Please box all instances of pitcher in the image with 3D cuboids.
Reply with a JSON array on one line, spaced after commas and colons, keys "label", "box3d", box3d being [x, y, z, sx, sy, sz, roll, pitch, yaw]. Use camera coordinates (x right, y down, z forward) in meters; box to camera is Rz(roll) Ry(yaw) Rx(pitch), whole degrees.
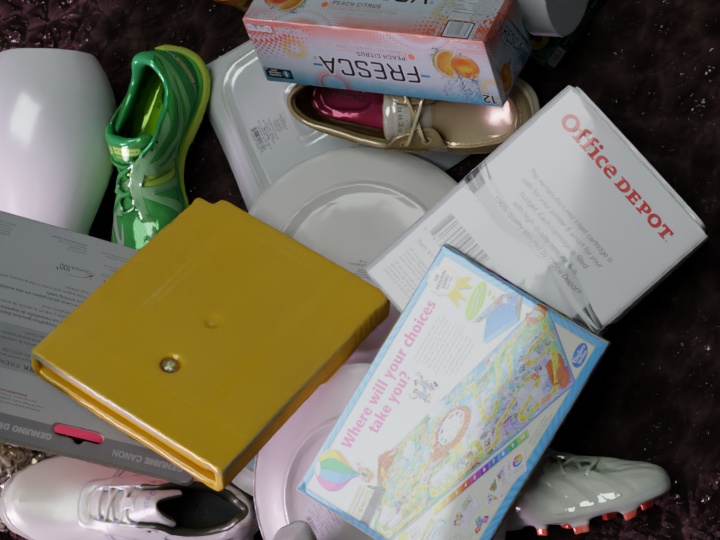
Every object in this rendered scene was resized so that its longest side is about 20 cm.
[{"label": "pitcher", "box3d": [-0.279, -0.078, 1.797, 0.172, 0.121, 0.200, 0, 87, 43]}]

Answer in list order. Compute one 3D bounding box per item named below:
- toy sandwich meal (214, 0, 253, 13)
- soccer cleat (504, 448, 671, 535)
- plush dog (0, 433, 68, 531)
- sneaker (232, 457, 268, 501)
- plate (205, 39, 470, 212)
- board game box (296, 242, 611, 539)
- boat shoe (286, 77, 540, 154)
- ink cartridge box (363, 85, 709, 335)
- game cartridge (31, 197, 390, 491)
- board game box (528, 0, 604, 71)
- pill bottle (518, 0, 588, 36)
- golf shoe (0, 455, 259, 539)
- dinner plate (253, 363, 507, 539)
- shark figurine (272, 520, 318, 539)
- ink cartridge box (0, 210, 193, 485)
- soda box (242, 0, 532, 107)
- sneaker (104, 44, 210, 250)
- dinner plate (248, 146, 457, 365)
[{"label": "toy sandwich meal", "box3d": [-0.064, -0.300, 1.769, 0.205, 0.070, 0.205, -10, 66, 22]}, {"label": "soccer cleat", "box3d": [0.122, 0.149, 1.542, 0.200, 0.069, 0.078, -10, 90, 28]}, {"label": "plush dog", "box3d": [-0.274, 0.119, 1.703, 0.160, 0.200, 0.172, 30, 123, 3]}, {"label": "sneaker", "box3d": [-0.072, 0.118, 1.640, 0.200, 0.074, 0.082, 26, 111, 30]}, {"label": "plate", "box3d": [-0.029, -0.131, 1.721, 0.200, 0.032, 0.200, -31, 65, 17]}, {"label": "board game box", "box3d": [0.064, 0.100, 1.494, 0.134, 0.034, 0.200, 32, 94, 9]}, {"label": "boat shoe", "box3d": [0.035, -0.118, 1.615, 0.200, 0.069, 0.074, 6, 110, 32]}, {"label": "ink cartridge box", "box3d": [0.127, -0.011, 1.545, 0.200, 0.086, 0.146, -42, 81, 4]}, {"label": "game cartridge", "box3d": [-0.106, 0.046, 1.555, 0.176, 0.032, 0.200, 30, 54, 22]}, {"label": "board game box", "box3d": [0.105, -0.250, 1.687, 0.200, 0.023, 0.105, 41, 95, 28]}, {"label": "pill bottle", "box3d": [0.065, -0.230, 1.624, 0.200, 0.116, 0.116, 9, 81, 26]}, {"label": "golf shoe", "box3d": [-0.172, 0.172, 1.629, 0.200, 0.097, 0.078, 2, 79, -6]}, {"label": "dinner plate", "box3d": [0.008, 0.166, 1.551, 0.200, 0.024, 0.200, 4, 100, 26]}, {"label": "shark figurine", "box3d": [-0.030, 0.285, 1.555, 0.128, 0.090, 0.215, -21, 109, 48]}, {"label": "ink cartridge box", "box3d": [-0.219, 0.067, 1.606, 0.084, 0.200, 0.176, -31, 48, 52]}, {"label": "soda box", "box3d": [0.020, -0.172, 1.573, 0.200, 0.068, 0.064, 10, 53, 27]}, {"label": "sneaker", "box3d": [-0.178, -0.085, 1.748, 0.074, 0.084, 0.200, 9, 91, 35]}, {"label": "dinner plate", "box3d": [0.000, 0.000, 1.632, 0.200, 0.024, 0.200, -1, 77, 6]}]
